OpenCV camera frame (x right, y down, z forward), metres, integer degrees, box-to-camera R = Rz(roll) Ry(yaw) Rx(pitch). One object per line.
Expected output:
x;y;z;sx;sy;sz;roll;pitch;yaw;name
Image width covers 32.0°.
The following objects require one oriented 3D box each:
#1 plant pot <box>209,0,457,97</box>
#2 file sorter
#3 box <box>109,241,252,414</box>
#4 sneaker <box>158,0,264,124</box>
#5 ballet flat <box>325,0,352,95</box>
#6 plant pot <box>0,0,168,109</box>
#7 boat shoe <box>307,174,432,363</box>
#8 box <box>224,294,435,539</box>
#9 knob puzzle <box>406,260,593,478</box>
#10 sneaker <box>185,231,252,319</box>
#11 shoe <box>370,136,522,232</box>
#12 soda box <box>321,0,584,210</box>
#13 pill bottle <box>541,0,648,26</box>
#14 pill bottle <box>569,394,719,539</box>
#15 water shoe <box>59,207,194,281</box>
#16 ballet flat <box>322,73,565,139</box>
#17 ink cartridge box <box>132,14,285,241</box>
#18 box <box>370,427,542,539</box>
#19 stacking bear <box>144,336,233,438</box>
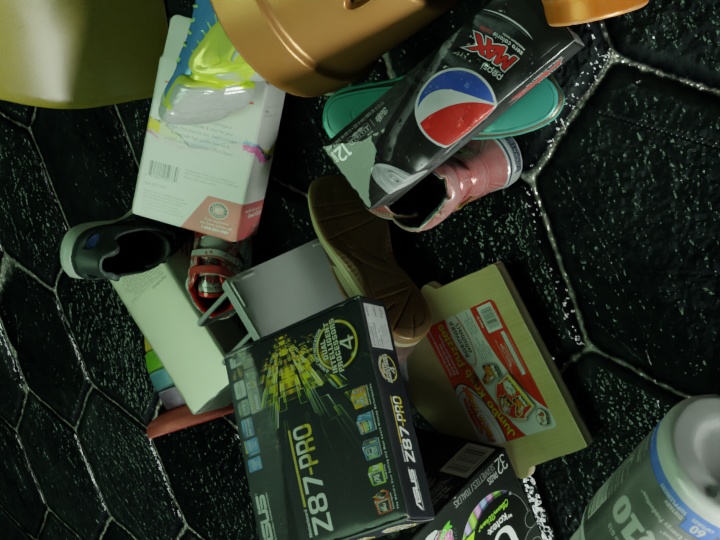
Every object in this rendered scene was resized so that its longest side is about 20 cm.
-0.009;-0.251;0.983;0.140;0.200;0.200;-13;101;36;plant pot
-0.051;0.093;1.266;0.200;0.139;0.125;58;145;8;file sorter
-0.193;0.054;1.394;0.082;0.068;0.200;-39;76;24;box
-0.124;-0.210;1.135;0.200;0.076;0.105;-29;68;44;sneaker
-0.050;-0.254;1.132;0.069;0.069;0.200;-11;97;53;ballet flat
-0.346;-0.275;1.363;0.194;0.200;0.196;23;128;43;plant pot
0.000;0.000;1.186;0.200;0.072;0.072;59;149;26;boat shoe
-0.031;0.142;1.102;0.161;0.049;0.200;-24;68;32;box
0.113;0.097;1.153;0.219;0.030;0.220;28;131;38;knob puzzle
-0.147;-0.044;1.319;0.067;0.108;0.202;4;128;3;sneaker
0.042;-0.074;1.089;0.200;0.091;0.072;-11;102;53;shoe
0.070;-0.132;0.950;0.200;0.071;0.063;-39;85;17;soda box
0.141;-0.268;0.838;0.106;0.106;0.200;6;115;50;pill bottle
0.242;0.195;0.979;0.114;0.114;0.200;49;141;21;pill bottle
-0.217;-0.026;1.294;0.079;0.200;0.072;15;115;29;water shoe
0.069;-0.137;1.024;0.200;0.070;0.068;-5;95;17;ballet flat
-0.144;-0.141;1.236;0.116;0.067;0.200;16;103;12;ink cartridge box
0.081;0.275;1.173;0.124;0.148;0.200;6;126;49;box
-0.211;0.082;1.488;0.114;0.121;0.200;-22;84;36;stacking bear
